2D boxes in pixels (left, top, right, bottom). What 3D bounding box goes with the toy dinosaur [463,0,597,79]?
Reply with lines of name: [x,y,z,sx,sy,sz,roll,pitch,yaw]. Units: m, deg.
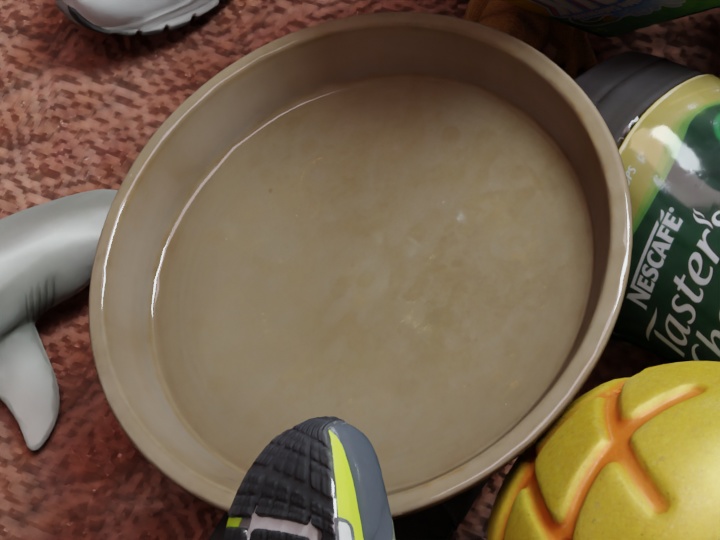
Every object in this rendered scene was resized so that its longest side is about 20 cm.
toy dinosaur: [0.068,-0.114,0.904,0.060,0.106,0.200,14,68,14]

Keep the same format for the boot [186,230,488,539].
boot: [-0.044,0.096,0.820,0.182,0.073,0.200,21,69,23]

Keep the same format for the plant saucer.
plant saucer: [0.000,0.000,0.797,0.200,0.029,0.201,-9,61,16]

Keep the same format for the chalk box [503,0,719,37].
chalk box: [0.096,-0.166,0.828,0.125,0.200,0.124,-13,66,53]

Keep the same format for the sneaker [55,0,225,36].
sneaker: [-0.062,-0.183,0.984,0.074,0.087,0.200,35,70,25]

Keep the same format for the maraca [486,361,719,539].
maraca: [0.108,0.083,0.734,0.107,0.200,0.137,29,54,-13]

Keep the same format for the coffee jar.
coffee jar: [0.152,0.003,0.818,0.200,0.104,0.085,31,38,26]

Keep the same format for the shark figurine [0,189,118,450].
shark figurine: [-0.167,0.041,0.857,0.128,0.090,0.215,7,57,15]

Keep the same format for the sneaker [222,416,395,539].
sneaker: [0.013,0.141,0.731,0.081,0.200,0.074,-20,12,-37]
